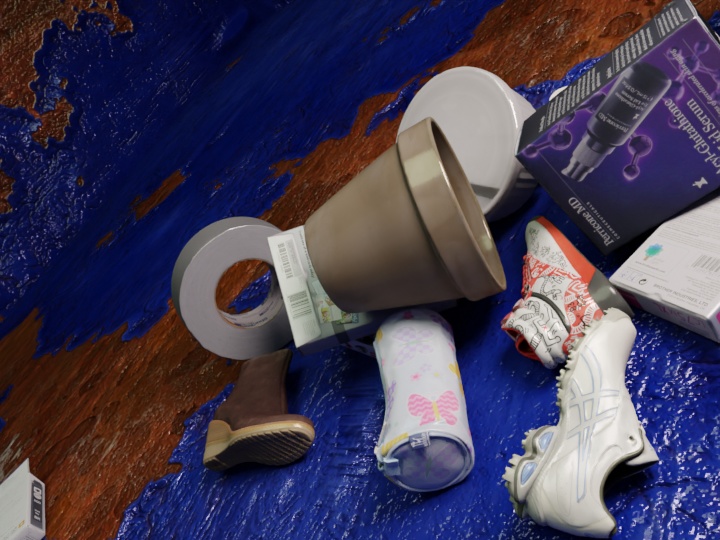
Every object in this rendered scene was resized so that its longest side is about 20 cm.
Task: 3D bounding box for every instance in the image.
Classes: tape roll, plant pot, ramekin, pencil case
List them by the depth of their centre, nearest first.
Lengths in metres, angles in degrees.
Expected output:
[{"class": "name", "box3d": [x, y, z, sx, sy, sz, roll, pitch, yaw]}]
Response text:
[{"class": "pencil case", "box3d": [0.060, 0.125, 0.714, 0.091, 0.083, 0.200, -18, 33, 13]}, {"class": "plant pot", "box3d": [0.040, -0.039, 0.763, 0.173, 0.200, 0.200, -23, 32, 15]}, {"class": "ramekin", "box3d": [0.145, -0.150, 0.904, 0.202, 0.094, 0.203, -1, 89, 46]}, {"class": "tape roll", "box3d": [-0.168, 0.026, 1.021, 0.200, 0.200, 0.066, -46, 28, -8]}]

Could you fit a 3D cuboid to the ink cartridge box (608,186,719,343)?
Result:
[{"class": "ink cartridge box", "box3d": [0.338, -0.034, 0.636, 0.200, 0.042, 0.119, -47, 27, -4]}]

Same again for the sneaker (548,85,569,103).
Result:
[{"class": "sneaker", "box3d": [0.313, -0.147, 0.791, 0.199, 0.115, 0.081, 4, 47, 15]}]

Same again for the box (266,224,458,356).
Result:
[{"class": "box", "box3d": [0.000, 0.000, 0.864, 0.200, 0.041, 0.156, -19, 66, 1]}]

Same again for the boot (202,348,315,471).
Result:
[{"class": "boot", "box3d": [-0.117, 0.163, 0.896, 0.200, 0.072, 0.167, -23, 35, 38]}]

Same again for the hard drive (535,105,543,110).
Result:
[{"class": "hard drive", "box3d": [0.275, -0.182, 0.922, 0.200, 0.042, 0.135, -17, 36, 40]}]

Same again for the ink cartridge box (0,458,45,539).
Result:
[{"class": "ink cartridge box", "box3d": [-0.607, 0.439, 1.158, 0.198, 0.043, 0.200, -44, 30, -5]}]

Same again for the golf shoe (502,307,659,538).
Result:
[{"class": "golf shoe", "box3d": [0.201, 0.125, 0.574, 0.097, 0.078, 0.200, 16, 63, 35]}]

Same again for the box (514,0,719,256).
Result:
[{"class": "box", "box3d": [0.275, -0.136, 0.686, 0.200, 0.148, 0.104, -39, 12, 32]}]

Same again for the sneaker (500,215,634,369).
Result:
[{"class": "sneaker", "box3d": [0.184, 0.019, 0.725, 0.108, 0.067, 0.201, -37, 29, 9]}]

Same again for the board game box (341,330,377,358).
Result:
[{"class": "board game box", "box3d": [0.009, 0.004, 0.914, 0.126, 0.035, 0.200, 18, 63, 16]}]
